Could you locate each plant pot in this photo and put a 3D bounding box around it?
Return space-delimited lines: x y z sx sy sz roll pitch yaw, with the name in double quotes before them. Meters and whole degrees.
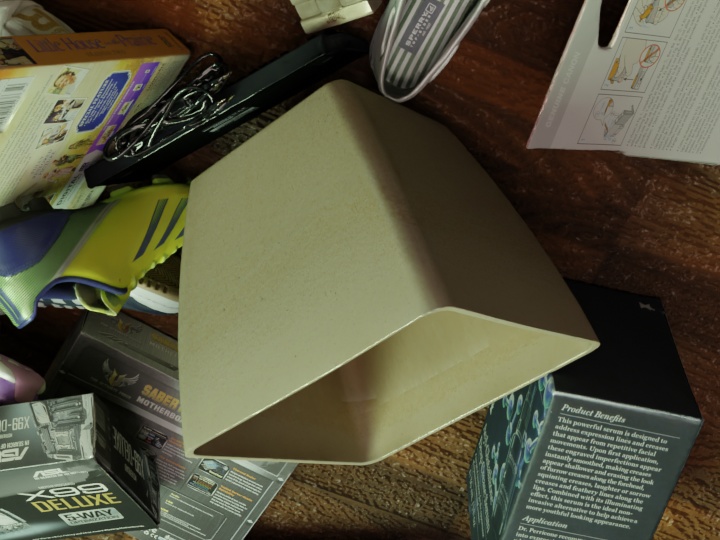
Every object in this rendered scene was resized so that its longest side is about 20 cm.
"plant pot" 0.000 0.000 0.815 0.199 0.179 0.199 -30 155 28

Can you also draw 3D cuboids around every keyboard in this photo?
"keyboard" -0.096 -0.114 0.835 0.199 0.104 0.040 -27 88 20

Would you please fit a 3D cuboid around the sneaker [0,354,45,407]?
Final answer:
"sneaker" -0.314 0.090 0.920 0.198 0.089 0.081 6 158 28

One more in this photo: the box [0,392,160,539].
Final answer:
"box" -0.257 0.150 0.913 0.197 0.050 0.158 -8 152 4

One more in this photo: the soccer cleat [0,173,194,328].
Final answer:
"soccer cleat" -0.164 -0.011 0.847 0.065 0.199 0.084 -33 80 39

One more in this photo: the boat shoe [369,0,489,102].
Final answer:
"boat shoe" 0.065 -0.192 0.798 0.073 0.067 0.201 18 119 -9

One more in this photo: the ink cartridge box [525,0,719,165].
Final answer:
"ink cartridge box" 0.193 -0.165 0.782 0.175 0.045 0.202 1 124 -31

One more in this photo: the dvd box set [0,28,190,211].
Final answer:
"dvd box set" -0.203 -0.084 0.801 0.029 0.200 0.147 44 117 11

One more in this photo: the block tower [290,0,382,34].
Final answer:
"block tower" -0.048 -0.246 0.770 0.054 0.058 0.201 -10 121 35

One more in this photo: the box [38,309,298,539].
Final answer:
"box" -0.159 0.134 1.003 0.199 0.048 0.159 28 117 -14

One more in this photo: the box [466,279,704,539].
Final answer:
"box" 0.154 0.133 0.935 0.106 0.149 0.202 12 119 -5

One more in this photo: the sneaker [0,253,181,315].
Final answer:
"sneaker" -0.224 0.010 0.922 0.198 0.070 0.109 23 116 -6

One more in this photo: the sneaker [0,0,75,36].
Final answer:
"sneaker" -0.225 -0.180 0.795 0.115 0.074 0.201 23 130 14
